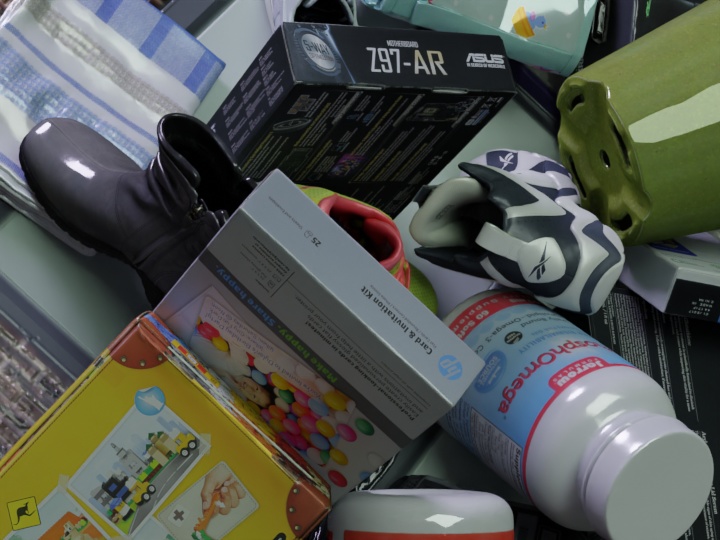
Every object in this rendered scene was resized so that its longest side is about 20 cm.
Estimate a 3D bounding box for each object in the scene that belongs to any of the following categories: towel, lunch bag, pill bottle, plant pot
[{"bbox_3d":[-0.188,-0.117,1.268,0.147,0.024,0.201,37,52,-8],"label":"towel"},{"bbox_3d":[0.086,-0.241,1.428,0.169,0.122,0.201,18,52,-21],"label":"lunch bag"},{"bbox_3d":[0.035,0.232,1.126,0.112,0.112,0.202,2,87,-28],"label":"pill bottle"},{"bbox_3d":[0.130,0.096,1.214,0.108,0.110,0.200,-4,24,-31],"label":"pill bottle"},{"bbox_3d":[0.242,-0.104,1.308,0.189,0.200,0.201,-19,74,-17],"label":"plant pot"}]

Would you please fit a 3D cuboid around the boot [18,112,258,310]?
[{"bbox_3d":[-0.124,-0.054,1.156,0.200,0.132,0.070,41,54,15],"label":"boot"}]

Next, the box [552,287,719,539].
[{"bbox_3d":[0.207,0.121,1.326,0.140,0.079,0.201,9,60,-22],"label":"box"}]

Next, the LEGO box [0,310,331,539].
[{"bbox_3d":[-0.135,0.147,1.055,0.149,0.077,0.200,44,90,-1],"label":"LEGO box"}]

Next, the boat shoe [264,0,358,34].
[{"bbox_3d":[-0.027,-0.175,1.358,0.070,0.072,0.202,14,59,-23],"label":"boat shoe"}]

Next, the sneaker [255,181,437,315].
[{"bbox_3d":[0.000,0.000,1.234,0.200,0.090,0.079,29,63,-48],"label":"sneaker"}]

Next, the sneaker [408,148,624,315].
[{"bbox_3d":[0.081,-0.045,1.290,0.129,0.080,0.199,20,22,-28],"label":"sneaker"}]

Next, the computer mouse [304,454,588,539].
[{"bbox_3d":[0.062,0.180,1.235,0.199,0.053,0.139,23,57,-2],"label":"computer mouse"}]

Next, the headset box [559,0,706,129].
[{"bbox_3d":[0.253,-0.175,1.465,0.199,0.093,0.176,11,81,-26],"label":"headset box"}]

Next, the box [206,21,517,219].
[{"bbox_3d":[-0.016,-0.085,1.235,0.159,0.200,0.044,-1,64,-28],"label":"box"}]

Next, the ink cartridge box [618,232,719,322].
[{"bbox_3d":[0.216,-0.013,1.381,0.099,0.039,0.200,9,18,-23],"label":"ink cartridge box"}]

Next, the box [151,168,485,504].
[{"bbox_3d":[-0.040,0.051,1.080,0.156,0.200,0.041,43,54,-2],"label":"box"}]
